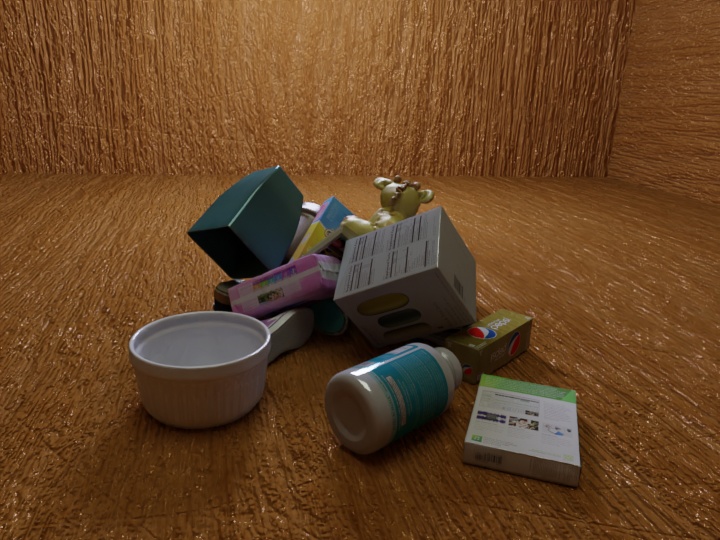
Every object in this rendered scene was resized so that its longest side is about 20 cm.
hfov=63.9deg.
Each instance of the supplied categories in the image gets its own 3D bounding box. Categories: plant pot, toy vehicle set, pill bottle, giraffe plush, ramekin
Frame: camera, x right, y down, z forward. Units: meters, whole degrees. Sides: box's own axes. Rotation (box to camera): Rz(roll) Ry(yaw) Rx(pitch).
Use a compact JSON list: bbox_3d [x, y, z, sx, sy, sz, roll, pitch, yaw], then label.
[{"bbox_3d":[-0.146,-0.031,1.293,0.199,0.201,0.175,9,28,21],"label":"plant pot"},{"bbox_3d":[0.000,0.000,1.154,0.200,0.124,0.027,35,43,-24],"label":"toy vehicle set"},{"bbox_3d":[0.055,0.167,0.804,0.199,0.111,0.110,-14,24,-42],"label":"pill bottle"},{"bbox_3d":[-0.211,-0.107,1.163,0.141,0.141,0.201,-3,48,42],"label":"plant pot"},{"bbox_3d":[0.060,-0.105,1.170,0.172,0.163,0.200,28,-23,-9],"label":"giraffe plush"},{"bbox_3d":[-0.230,0.144,0.848,0.199,0.106,0.200,2,17,0],"label":"ramekin"}]

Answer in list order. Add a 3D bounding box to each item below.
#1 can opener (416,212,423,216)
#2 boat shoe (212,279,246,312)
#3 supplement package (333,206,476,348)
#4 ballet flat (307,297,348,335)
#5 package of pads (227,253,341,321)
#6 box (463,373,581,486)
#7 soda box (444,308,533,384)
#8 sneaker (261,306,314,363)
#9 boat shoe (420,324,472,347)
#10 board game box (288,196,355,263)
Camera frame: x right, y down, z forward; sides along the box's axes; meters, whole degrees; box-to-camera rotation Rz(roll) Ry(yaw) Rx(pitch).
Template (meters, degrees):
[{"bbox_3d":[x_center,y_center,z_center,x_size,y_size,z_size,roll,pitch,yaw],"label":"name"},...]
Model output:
[{"bbox_3d":[0.138,-0.039,1.200,0.078,0.064,0.201,-5,49,12],"label":"can opener"},{"bbox_3d":[-0.246,0.057,1.191,0.074,0.063,0.200,20,6,11],"label":"boat shoe"},{"bbox_3d":[0.084,0.017,1.022,0.199,0.152,0.151,-18,40,28],"label":"supplement package"},{"bbox_3d":[-0.087,0.079,1.146,0.199,0.076,0.064,24,-7,38],"label":"ballet flat"},{"bbox_3d":[-0.132,0.035,1.078,0.199,0.076,0.120,-22,-14,20],"label":"package of pads"},{"bbox_3d":[0.229,0.214,0.808,0.143,0.037,0.200,8,20,17],"label":"box"},{"bbox_3d":[0.229,0.129,1.024,0.068,0.064,0.199,17,22,39],"label":"soda box"},{"bbox_3d":[-0.174,0.106,1.034,0.114,0.073,0.200,9,19,31],"label":"sneaker"},{"bbox_3d":[0.136,0.082,1.111,0.199,0.093,0.074,17,22,37],"label":"boat shoe"},{"bbox_3d":[-0.054,-0.037,1.235,0.040,0.153,0.201,-24,33,49],"label":"board game box"}]
